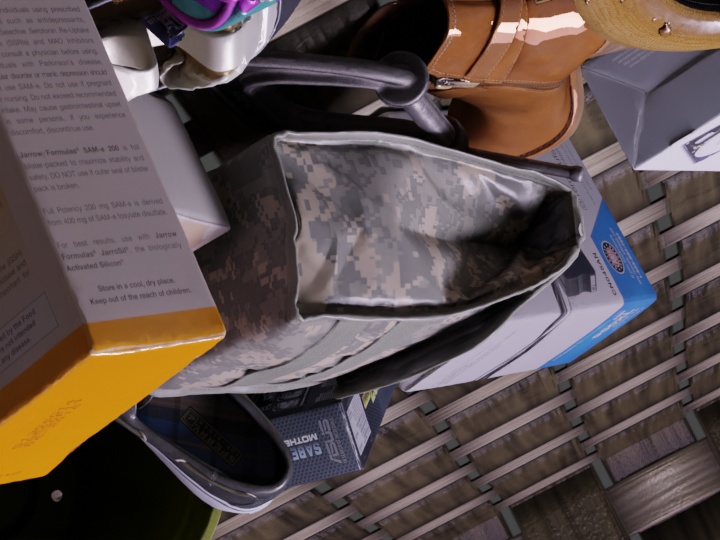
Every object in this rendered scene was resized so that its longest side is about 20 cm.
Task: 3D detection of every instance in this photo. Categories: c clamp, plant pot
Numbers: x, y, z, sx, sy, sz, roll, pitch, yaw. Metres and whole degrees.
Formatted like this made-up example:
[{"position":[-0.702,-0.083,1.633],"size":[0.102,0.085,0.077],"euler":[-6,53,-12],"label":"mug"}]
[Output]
[{"position":[0.010,-0.083,1.458],"size":[0.170,0.027,0.200],"euler":[6,172,18],"label":"c clamp"},{"position":[-0.197,0.112,1.646],"size":[0.200,0.201,0.193],"euler":[-22,178,-22],"label":"plant pot"}]

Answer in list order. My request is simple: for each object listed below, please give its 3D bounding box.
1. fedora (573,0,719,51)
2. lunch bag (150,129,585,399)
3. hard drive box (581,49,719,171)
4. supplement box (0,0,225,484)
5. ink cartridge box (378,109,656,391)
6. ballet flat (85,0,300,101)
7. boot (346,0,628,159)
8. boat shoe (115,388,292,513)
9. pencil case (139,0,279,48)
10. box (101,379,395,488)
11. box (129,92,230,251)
[{"position":[0.156,-0.173,1.145],"size":[0.200,0.082,0.201],"euler":[-18,150,-11],"label":"fedora"},{"position":[0.000,0.000,1.510],"size":[0.199,0.118,0.164],"euler":[0,167,-35],"label":"lunch bag"},{"position":[0.252,-0.132,1.794],"size":[0.156,0.077,0.200],"euler":[-33,166,27],"label":"hard drive box"},{"position":[-0.146,-0.032,1.104],"size":[0.073,0.201,0.126],"euler":[-7,158,-47],"label":"supplement box"},{"position":[0.070,-0.016,1.723],"size":[0.084,0.145,0.200],"euler":[-36,165,29],"label":"ink cartridge box"},{"position":[-0.091,-0.097,1.231],"size":[0.199,0.073,0.073],"euler":[-18,165,-28],"label":"ballet flat"},{"position":[0.059,-0.104,1.528],"size":[0.155,0.077,0.200],"euler":[-10,169,-34],"label":"boot"},{"position":[-0.115,0.055,1.551],"size":[0.069,0.200,0.057],"euler":[-55,-169,-20],"label":"boat shoe"},{"position":[0.002,-0.157,1.161],"size":[0.199,0.093,0.085],"euler":[-22,149,-29],"label":"pencil case"},{"position":[-0.062,0.084,1.811],"size":[0.157,0.051,0.200],"euler":[-14,-164,13],"label":"box"},{"position":[-0.174,-0.009,1.411],"size":[0.200,0.078,0.095],"euler":[-31,166,16],"label":"box"}]
